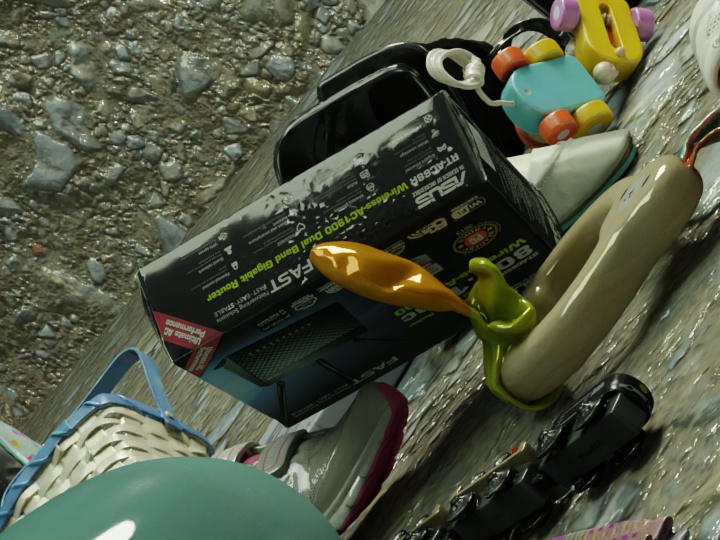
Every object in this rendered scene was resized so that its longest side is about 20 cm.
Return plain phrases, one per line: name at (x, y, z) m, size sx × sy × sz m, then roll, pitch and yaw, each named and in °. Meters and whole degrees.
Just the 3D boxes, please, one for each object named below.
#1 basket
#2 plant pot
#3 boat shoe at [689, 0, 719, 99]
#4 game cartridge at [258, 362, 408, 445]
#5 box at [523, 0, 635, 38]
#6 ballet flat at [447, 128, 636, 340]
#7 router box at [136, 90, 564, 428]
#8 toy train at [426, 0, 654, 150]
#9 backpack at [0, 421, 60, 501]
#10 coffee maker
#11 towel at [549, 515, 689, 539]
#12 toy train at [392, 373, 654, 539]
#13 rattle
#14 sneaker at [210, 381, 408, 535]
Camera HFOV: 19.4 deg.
basket at (-0.199, 0.172, 1.608) m, size 0.176 × 0.139 × 0.200 m, roll -50°, pitch 39°, yaw 12°
plant pot at (-0.086, 0.176, 0.928) m, size 0.201 × 0.201 × 0.161 m, roll -45°, pitch 1°, yaw 38°
boat shoe at (0.234, -0.155, 0.995) m, size 0.200 × 0.071 × 0.069 m, roll -53°, pitch 13°, yaw 28°
game cartridge at (-0.015, 0.083, 1.425) m, size 0.200 × 0.041 × 0.133 m, roll -57°, pitch 6°, yaw -29°
box at (0.152, -0.271, 1.613) m, size 0.104 × 0.148 × 0.200 m, roll -50°, pitch 8°, yaw 17°
ballet flat at (0.082, -0.029, 1.273) m, size 0.200 × 0.064 × 0.067 m, roll -46°, pitch 11°, yaw 35°
router box at (0.000, 0.000, 1.146) m, size 0.200 × 0.062 × 0.150 m, roll -30°, pitch -26°, yaw 13°
toy train at (0.109, -0.151, 1.378) m, size 0.056 × 0.150 × 0.200 m, roll 116°, pitch 178°, yaw -47°
backpack at (-0.355, 0.239, 2.031) m, size 0.176 × 0.200 × 0.153 m, roll -53°, pitch -8°, yaw 9°
coffee maker at (0.045, -0.105, 1.427) m, size 0.192 × 0.135 × 0.200 m, roll -53°, pitch -3°, yaw 12°
towel at (0.049, 0.164, 0.801) m, size 0.144 × 0.023 × 0.200 m, roll -56°, pitch 9°, yaw -21°
toy train at (0.064, 0.100, 0.940) m, size 0.200 × 0.034 × 0.046 m, roll -43°, pitch 9°, yaw 44°
rattle at (0.096, -0.041, 1.021) m, size 0.200 × 0.143 × 0.130 m, roll -54°, pitch -11°, yaw 32°
sneaker at (-0.053, 0.132, 1.193) m, size 0.200 × 0.088 × 0.081 m, roll -49°, pitch -5°, yaw 16°
